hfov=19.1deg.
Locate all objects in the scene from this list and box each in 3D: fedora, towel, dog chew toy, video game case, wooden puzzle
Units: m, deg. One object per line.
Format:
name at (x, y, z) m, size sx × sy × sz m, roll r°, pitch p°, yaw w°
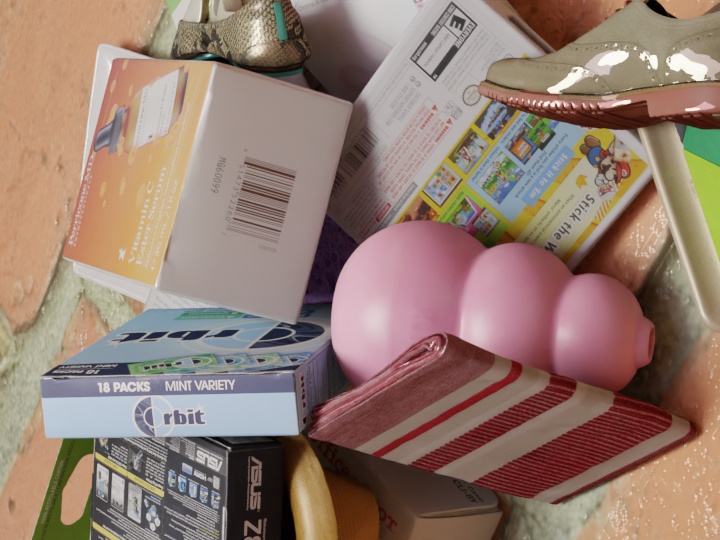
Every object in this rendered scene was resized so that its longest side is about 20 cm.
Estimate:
fedora at (-0.045, 0.180, 1.428) m, size 0.200 × 0.081 × 0.202 m, roll 10°, pitch 101°, yaw 58°
towel at (0.087, 0.093, 1.312) m, size 0.144 × 0.199 × 0.023 m, roll -33°, pitch 47°, yaw 46°
dog chew toy at (0.085, 0.036, 1.344) m, size 0.199 × 0.124 × 0.125 m, roll 6°, pitch 96°, yaw 18°
video game case at (0.075, -0.065, 1.390) m, size 0.182 × 0.023 × 0.200 m, roll 43°, pitch 124°, yaw 7°
wooden puzzle at (0.244, -0.083, 1.236) m, size 0.200 × 0.037 × 0.186 m, roll -34°, pitch 64°, yaw 43°

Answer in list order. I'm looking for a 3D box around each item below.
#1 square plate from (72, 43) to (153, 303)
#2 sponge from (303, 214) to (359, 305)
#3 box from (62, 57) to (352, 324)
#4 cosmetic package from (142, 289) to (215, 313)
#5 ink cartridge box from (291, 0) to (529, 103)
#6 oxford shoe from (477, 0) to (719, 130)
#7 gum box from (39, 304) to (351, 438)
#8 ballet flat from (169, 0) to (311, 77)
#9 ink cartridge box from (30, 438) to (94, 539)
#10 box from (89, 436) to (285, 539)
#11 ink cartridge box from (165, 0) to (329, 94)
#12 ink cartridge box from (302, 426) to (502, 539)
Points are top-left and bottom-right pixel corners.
square plate at (-0.166, -0.074, 1.752) m, size 0.198 × 0.028 × 0.201 m, roll 19°, pitch 105°, yaw 50°
sponge at (0.000, 0.000, 1.490) m, size 0.200 × 0.030 × 0.112 m, roll -36°, pitch 91°, yaw 34°
box at (-0.108, -0.058, 1.455) m, size 0.200 × 0.106 × 0.153 m, roll 12°, pitch 88°, yaw 63°
cosmetic package at (-0.104, 0.032, 1.624) m, size 0.101 × 0.071 × 0.201 m, roll 35°, pitch 118°, yaw 27°
ink cartridge box at (0.003, -0.187, 1.431) m, size 0.162 × 0.200 × 0.057 m, roll -13°, pitch 41°, yaw 50°
oxford shoe at (0.158, -0.123, 1.271) m, size 0.199 × 0.071 × 0.074 m, roll 4°, pitch 87°, yaw 38°
gum box at (-0.094, 0.064, 1.408) m, size 0.169 × 0.200 × 0.045 m, roll -2°, pitch 100°, yaw 15°
ballet flat at (-0.086, -0.173, 1.489) m, size 0.200 × 0.067 × 0.076 m, roll -167°, pitch 69°, yaw -68°
ink cartridge box at (-0.131, 0.177, 1.573) m, size 0.076 × 0.199 × 0.148 m, roll 43°, pitch 122°, yaw 41°
box at (-0.120, 0.171, 1.424) m, size 0.200 × 0.049 × 0.162 m, roll 16°, pitch 104°, yaw 57°
ink cartridge box at (-0.071, -0.175, 1.603) m, size 0.117 × 0.067 × 0.201 m, roll -45°, pitch 56°, yaw 41°
ink cartridge box at (-0.003, 0.205, 1.507) m, size 0.145 × 0.083 × 0.201 m, roll 45°, pitch 123°, yaw 40°
